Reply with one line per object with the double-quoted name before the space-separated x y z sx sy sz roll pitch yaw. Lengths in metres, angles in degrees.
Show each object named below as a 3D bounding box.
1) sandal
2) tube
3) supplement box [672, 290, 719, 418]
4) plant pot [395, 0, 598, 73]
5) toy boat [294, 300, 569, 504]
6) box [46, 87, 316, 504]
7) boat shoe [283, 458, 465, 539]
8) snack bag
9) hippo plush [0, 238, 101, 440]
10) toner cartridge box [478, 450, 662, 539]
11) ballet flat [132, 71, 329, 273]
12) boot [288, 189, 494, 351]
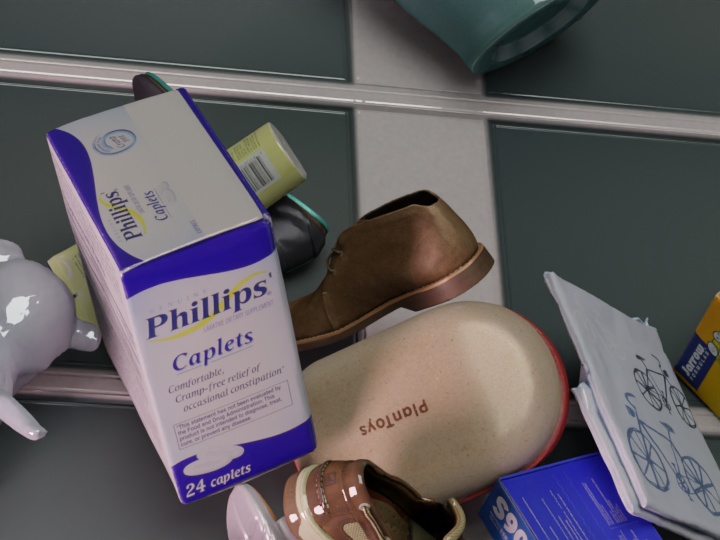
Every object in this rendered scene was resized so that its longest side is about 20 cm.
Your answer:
"sandal" -0.018 0.226 1.316 0.059 0.079 0.207 -28 74 -28
"tube" -0.134 -0.033 1.441 0.199 0.052 0.058 -35 25 4
"supplement box" 0.350 0.090 1.464 0.109 0.109 0.200 -32 68 -29
"plant pot" 0.100 -0.273 1.616 0.199 0.200 0.189 -28 81 -27
"toy boat" 0.054 0.103 1.386 0.199 0.131 0.131 -24 77 17
"box" -0.119 0.014 1.318 0.104 0.201 0.184 -20 38 -13
"boat shoe" 0.041 0.183 1.293 0.202 0.075 0.075 34 41 -39
"snack bag" 0.201 0.102 1.408 0.188 0.021 0.201 25 38 -53
"hippo plush" -0.274 0.045 1.320 0.159 0.200 0.161 42 47 -9
"toner cartridge box" 0.168 0.217 1.296 0.095 0.043 0.200 -10 54 -32
"ballet flat" -0.115 -0.068 1.495 0.200 0.073 0.073 41 57 8
"boot" 0.000 0.000 1.401 0.076 0.199 0.074 54 39 -14
